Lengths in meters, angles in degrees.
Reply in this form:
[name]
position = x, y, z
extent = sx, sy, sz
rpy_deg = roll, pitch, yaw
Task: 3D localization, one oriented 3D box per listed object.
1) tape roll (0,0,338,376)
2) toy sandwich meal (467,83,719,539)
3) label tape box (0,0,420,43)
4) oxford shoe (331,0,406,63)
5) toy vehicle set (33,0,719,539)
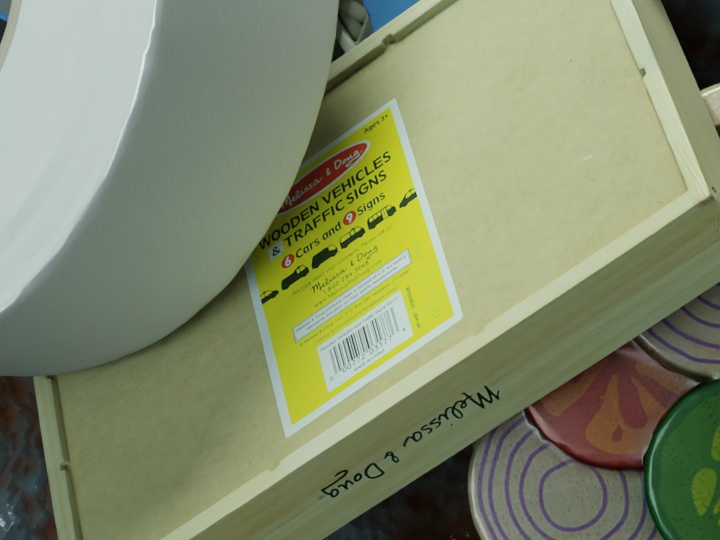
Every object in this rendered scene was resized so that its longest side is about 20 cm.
[tape roll]
position = -0.102, -0.073, 0.772
extent = 0.201, 0.071, 0.204
rpy_deg = -3, 85, 38
[toy sandwich meal]
position = 0.121, 0.042, 0.714
extent = 0.204, 0.070, 0.207
rpy_deg = 0, 88, 14
[label tape box]
position = -0.077, -0.097, 0.848
extent = 0.199, 0.063, 0.145
rpy_deg = 27, 112, 36
[oxford shoe]
position = 0.009, -0.088, 0.849
extent = 0.200, 0.058, 0.075
rpy_deg = -44, 75, 18
[toy vehicle set]
position = 0.000, 0.000, 0.760
extent = 0.199, 0.026, 0.125
rpy_deg = -34, 42, 18
